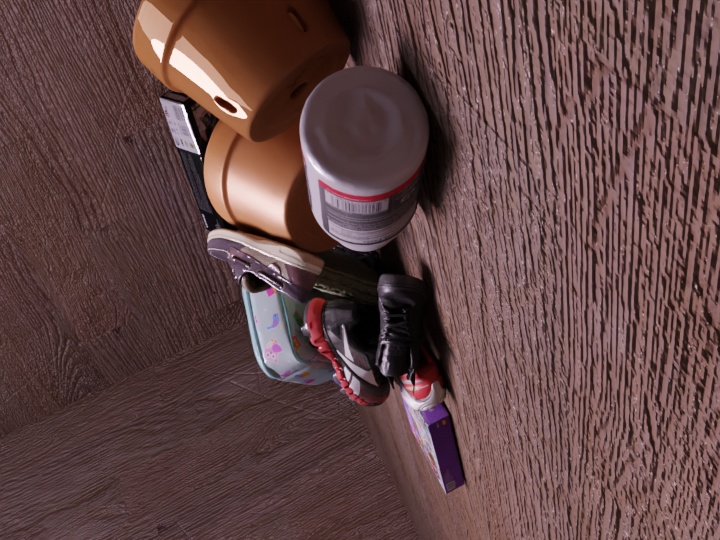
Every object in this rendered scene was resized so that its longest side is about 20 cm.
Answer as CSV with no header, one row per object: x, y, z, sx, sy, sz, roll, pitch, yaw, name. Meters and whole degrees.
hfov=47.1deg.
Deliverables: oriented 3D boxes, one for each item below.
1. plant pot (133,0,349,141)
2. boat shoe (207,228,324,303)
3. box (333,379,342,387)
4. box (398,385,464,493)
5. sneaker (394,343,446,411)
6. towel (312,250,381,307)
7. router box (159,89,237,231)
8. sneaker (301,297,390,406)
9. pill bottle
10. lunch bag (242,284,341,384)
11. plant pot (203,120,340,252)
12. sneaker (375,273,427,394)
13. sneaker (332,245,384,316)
-0.104,-0.226,0.816,0.141,0.199,0.200,48,171,6,plant pot
-0.128,-0.005,1.016,0.197,0.066,0.071,13,170,40,boat shoe
-0.037,0.097,1.296,0.199,0.122,0.032,40,-177,-8,box
0.109,0.243,1.311,0.202,0.038,0.138,74,169,-45,box
0.060,0.111,1.173,0.200,0.076,0.086,41,150,51,sneaker
-0.040,0.002,1.120,0.197,0.037,0.148,16,-168,-39,towel
-0.164,-0.167,1.071,0.050,0.149,0.203,20,139,33,router box
0.004,0.111,1.103,0.202,0.096,0.072,58,-148,-35,sneaker
0.003,-0.088,0.758,0.201,0.109,0.113,91,154,-73,pill bottle
-0.084,0.073,1.171,0.199,0.076,0.164,20,-131,-63,lunch bag
-0.076,-0.115,1.021,0.139,0.199,0.203,37,155,41,plant pot
0.049,0.081,1.009,0.200,0.058,0.107,70,-152,-71,sneaker
0.000,0.000,1.285,0.091,0.075,0.202,56,-173,-51,sneaker
